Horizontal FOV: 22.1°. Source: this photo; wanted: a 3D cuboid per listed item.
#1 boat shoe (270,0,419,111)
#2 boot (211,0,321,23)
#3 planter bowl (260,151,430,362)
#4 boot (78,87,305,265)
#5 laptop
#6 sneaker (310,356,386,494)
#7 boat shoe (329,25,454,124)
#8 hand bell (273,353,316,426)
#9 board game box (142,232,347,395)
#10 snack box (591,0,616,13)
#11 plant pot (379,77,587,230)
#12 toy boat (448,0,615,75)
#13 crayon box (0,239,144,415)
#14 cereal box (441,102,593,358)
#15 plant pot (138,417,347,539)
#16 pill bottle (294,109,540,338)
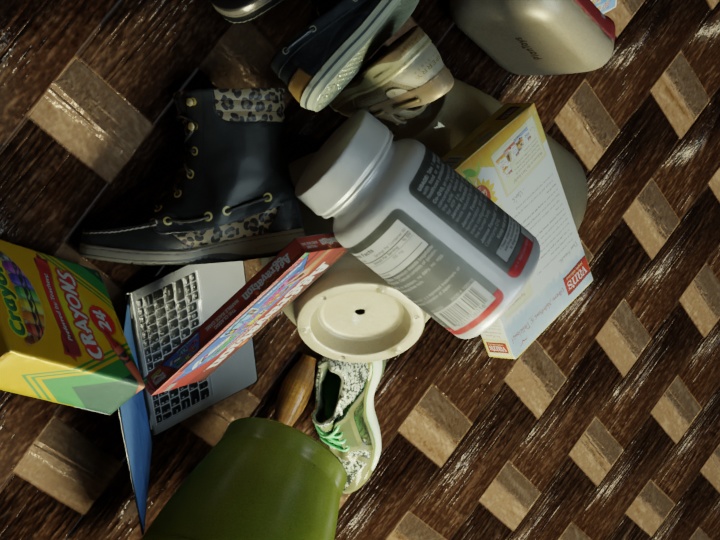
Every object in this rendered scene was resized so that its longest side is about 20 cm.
[{"bbox_3d":[-0.002,-0.218,1.561,0.200,0.062,0.075,-49,169,-24],"label":"boat shoe"},{"bbox_3d":[-0.035,-0.248,1.629,0.200,0.073,0.151,-45,144,-20],"label":"boot"},{"bbox_3d":[0.000,0.000,1.731,0.199,0.135,0.201,-1,140,-1],"label":"planter bowl"},{"bbox_3d":[-0.149,-0.081,1.617,0.073,0.199,0.151,-34,121,-88],"label":"boot"},{"bbox_3d":[-0.159,0.107,1.727,0.200,0.116,0.188,-27,136,-25],"label":"laptop"},{"bbox_3d":[-0.029,0.153,1.946,0.089,0.077,0.201,-30,130,-48],"label":"sneaker"},{"bbox_3d":[0.026,-0.156,1.611,0.071,0.065,0.200,-45,-173,-13],"label":"boat shoe"},{"bbox_3d":[-0.092,0.181,1.914,0.104,0.104,0.201,27,83,-54],"label":"hand bell"},{"bbox_3d":[-0.099,0.037,1.630,0.200,0.019,0.103,-42,170,21],"label":"board game box"},{"bbox_3d":[0.243,-0.352,1.920,0.072,0.024,0.201,-31,137,-32],"label":"snack box"},{"bbox_3d":[0.097,-0.106,1.834,0.188,0.187,0.200,-51,131,-7],"label":"plant pot"},{"bbox_3d":[0.178,-0.277,1.845,0.200,0.130,0.131,33,62,-54],"label":"toy boat"},{"bbox_3d":[-0.277,0.042,1.528,0.051,0.127,0.200,-38,150,21],"label":"crayon box"},{"bbox_3d":[0.142,-0.038,1.741,0.144,0.039,0.201,-40,120,-37],"label":"cereal box"},{"bbox_3d":[-0.105,0.254,1.776,0.193,0.200,0.201,-64,150,-28],"label":"plant pot"},{"bbox_3d":[0.049,-0.042,1.607,0.200,0.114,0.114,39,85,-14],"label":"pill bottle"}]
